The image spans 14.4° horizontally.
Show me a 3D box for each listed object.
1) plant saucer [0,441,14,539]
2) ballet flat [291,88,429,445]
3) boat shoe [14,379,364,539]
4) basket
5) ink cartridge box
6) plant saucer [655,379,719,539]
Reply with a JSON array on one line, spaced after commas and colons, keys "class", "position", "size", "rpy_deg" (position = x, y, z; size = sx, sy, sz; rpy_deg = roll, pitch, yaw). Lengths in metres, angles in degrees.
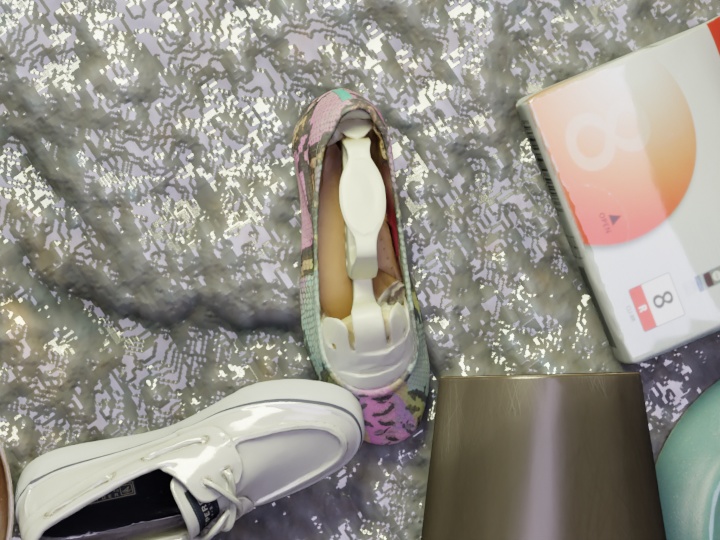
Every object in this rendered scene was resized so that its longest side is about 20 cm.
[{"class": "plant saucer", "position": [-0.290, 0.130, 1.567], "size": [0.199, 0.034, 0.202], "rpy_deg": [0, 93, -7]}, {"class": "ballet flat", "position": [0.000, 0.000, 1.575], "size": [0.069, 0.071, 0.202], "rpy_deg": [-8, 94, -7]}, {"class": "boat shoe", "position": [-0.091, 0.116, 1.559], "size": [0.199, 0.066, 0.072], "rpy_deg": [-11, 123, -3]}, {"class": "basket", "position": [0.099, 0.157, 1.564], "size": [0.179, 0.136, 0.202], "rpy_deg": [-1, 88, -30]}, {"class": "ink cartridge box", "position": [0.208, -0.058, 1.608], "size": [0.199, 0.050, 0.163], "rpy_deg": [-23, 95, -2]}, {"class": "plant saucer", "position": [0.263, 0.146, 1.630], "size": [0.198, 0.036, 0.202], "rpy_deg": [0, 92, -7]}]
